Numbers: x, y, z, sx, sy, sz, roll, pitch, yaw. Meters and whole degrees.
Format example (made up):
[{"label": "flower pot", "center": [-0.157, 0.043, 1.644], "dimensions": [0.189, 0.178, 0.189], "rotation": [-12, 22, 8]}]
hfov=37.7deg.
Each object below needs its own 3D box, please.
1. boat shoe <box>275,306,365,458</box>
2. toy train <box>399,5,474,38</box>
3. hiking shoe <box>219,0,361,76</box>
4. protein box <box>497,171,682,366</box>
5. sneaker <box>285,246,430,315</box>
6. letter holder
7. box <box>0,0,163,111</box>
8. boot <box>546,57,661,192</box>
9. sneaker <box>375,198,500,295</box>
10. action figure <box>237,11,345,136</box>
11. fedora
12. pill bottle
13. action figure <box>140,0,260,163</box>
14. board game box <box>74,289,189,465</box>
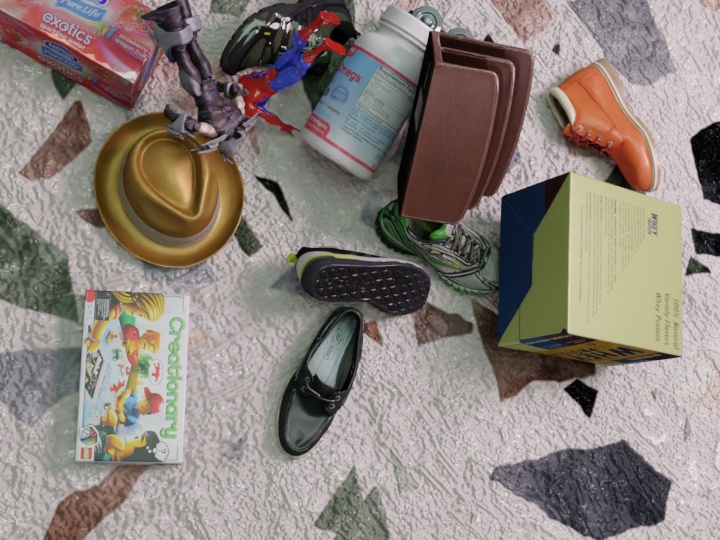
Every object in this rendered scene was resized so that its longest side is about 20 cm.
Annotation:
[{"label": "boat shoe", "center": [-0.044, 0.133, 1.294], "dimensions": [0.074, 0.066, 0.201], "rotation": [32, 72, -6]}, {"label": "toy train", "center": [0.109, -0.266, 1.416], "dimensions": [0.198, 0.085, 0.115], "rotation": [33, 82, -5]}, {"label": "hiking shoe", "center": [-0.087, -0.294, 1.371], "dimensions": [0.199, 0.076, 0.101], "rotation": [-33, 84, -19]}, {"label": "protein box", "center": [0.293, 0.006, 1.345], "dimensions": [0.197, 0.134, 0.202], "rotation": [12, 75, -31]}, {"label": "sneaker", "center": [0.000, 0.000, 1.332], "dimensions": [0.198, 0.083, 0.073], "rotation": [13, 109, -33]}, {"label": "letter holder", "center": [0.132, -0.164, 1.271], "dimensions": [0.140, 0.203, 0.101], "rotation": [9, 32, -5]}, {"label": "box", "center": [-0.345, -0.300, 1.296], "dimensions": [0.198, 0.095, 0.104], "rotation": [29, 71, -7]}, {"label": "boot", "center": [0.336, -0.186, 1.463], "dimensions": [0.106, 0.075, 0.202], "rotation": [-24, 76, -15]}, {"label": "sneaker", "center": [0.115, -0.030, 1.361], "dimensions": [0.197, 0.085, 0.079], "rotation": [24, 74, -9]}, {"label": "action figure", "center": [-0.081, -0.238, 1.324], "dimensions": [0.098, 0.199, 0.066], "rotation": [15, 57, -45]}, {"label": "fedora", "center": [-0.231, -0.107, 1.289], "dimensions": [0.197, 0.082, 0.204], "rotation": [3, 78, -13]}, {"label": "pill bottle", "center": [0.017, -0.226, 1.333], "dimensions": [0.108, 0.109, 0.202], "rotation": [31, 95, -6]}, {"label": "action figure", "center": [-0.191, -0.221, 1.260], "dimensions": [0.130, 0.068, 0.203], "rotation": [-48, 121, -54]}, {"label": "board game box", "center": [-0.270, 0.127, 1.254], "dimensions": [0.124, 0.035, 0.204], "rotation": [3, 77, -14]}]
